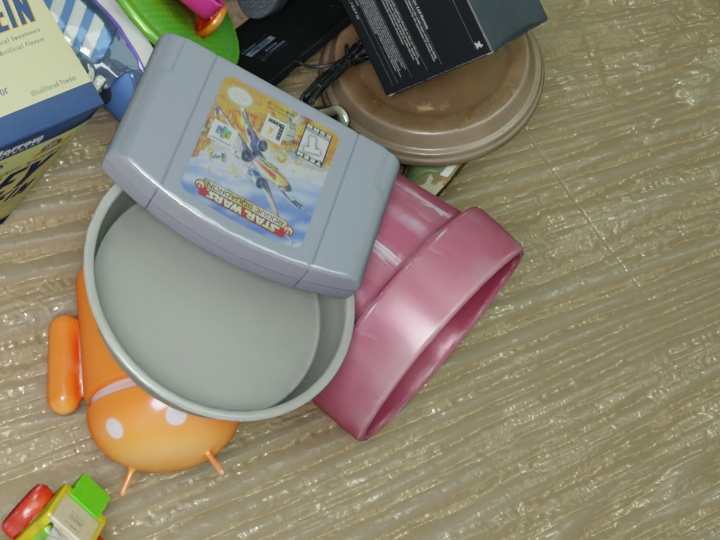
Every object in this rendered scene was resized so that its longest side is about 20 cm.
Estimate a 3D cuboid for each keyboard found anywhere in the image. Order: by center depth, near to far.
[{"bbox_3d":[-0.063,-0.173,1.377,0.126,0.021,0.200,22,46,27],"label":"keyboard"}]

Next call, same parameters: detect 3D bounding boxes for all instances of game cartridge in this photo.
[{"bbox_3d":[-0.074,-0.068,1.154,0.198,0.042,0.134,27,51,-13],"label":"game cartridge"}]

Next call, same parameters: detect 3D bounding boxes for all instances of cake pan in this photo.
[{"bbox_3d":[-0.100,0.014,1.142,0.198,0.037,0.203,12,60,-23],"label":"cake pan"}]

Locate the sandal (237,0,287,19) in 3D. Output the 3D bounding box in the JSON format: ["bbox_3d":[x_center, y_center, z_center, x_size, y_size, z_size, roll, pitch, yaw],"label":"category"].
[{"bbox_3d":[-0.067,-0.311,1.386,0.043,0.076,0.203,-5,107,-42],"label":"sandal"}]

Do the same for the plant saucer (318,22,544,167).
[{"bbox_3d":[0.061,-0.178,1.430,0.197,0.030,0.202,-1,58,2],"label":"plant saucer"}]

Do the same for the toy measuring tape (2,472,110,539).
[{"bbox_3d":[-0.209,0.189,1.078,0.074,0.074,0.200,46,11,-7],"label":"toy measuring tape"}]

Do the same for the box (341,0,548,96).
[{"bbox_3d":[0.042,-0.259,1.322,0.079,0.141,0.202,-32,100,-33],"label":"box"}]

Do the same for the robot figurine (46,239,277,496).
[{"bbox_3d":[-0.144,0.057,1.191,0.142,0.116,0.202,5,66,-31],"label":"robot figurine"}]

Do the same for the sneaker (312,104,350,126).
[{"bbox_3d":[-0.089,-0.086,1.321,0.199,0.075,0.071,-37,91,-39],"label":"sneaker"}]

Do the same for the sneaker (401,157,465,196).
[{"bbox_3d":[0.063,-0.128,1.455,0.090,0.067,0.200,40,53,1],"label":"sneaker"}]

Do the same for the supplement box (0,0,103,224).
[{"bbox_3d":[-0.309,-0.131,1.116,0.134,0.199,0.201,-29,85,-38],"label":"supplement box"}]

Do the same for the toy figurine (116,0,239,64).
[{"bbox_3d":[-0.092,-0.282,1.304,0.150,0.184,0.201,37,28,-28],"label":"toy figurine"}]

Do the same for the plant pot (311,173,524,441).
[{"bbox_3d":[0.000,0.000,1.280,0.179,0.201,0.200,42,50,10],"label":"plant pot"}]

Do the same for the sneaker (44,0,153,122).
[{"bbox_3d":[-0.248,-0.163,1.258,0.146,0.080,0.201,-33,92,-31],"label":"sneaker"}]
